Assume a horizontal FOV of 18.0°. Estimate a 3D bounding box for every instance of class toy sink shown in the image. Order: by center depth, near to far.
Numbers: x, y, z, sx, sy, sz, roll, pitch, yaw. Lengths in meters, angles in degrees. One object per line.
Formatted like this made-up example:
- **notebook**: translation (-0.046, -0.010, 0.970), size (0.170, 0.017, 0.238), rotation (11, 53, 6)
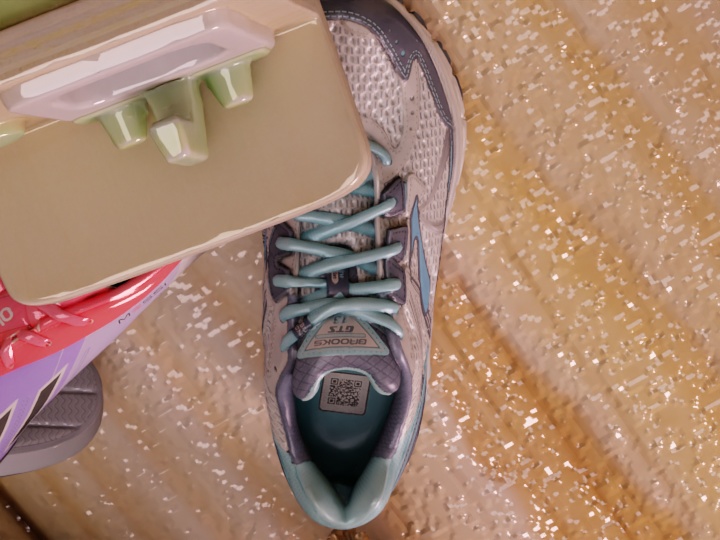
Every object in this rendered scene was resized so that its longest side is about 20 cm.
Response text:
- **toy sink**: translation (-0.093, -0.099, 0.684), size (0.129, 0.112, 0.201), rotation (-19, 89, 9)

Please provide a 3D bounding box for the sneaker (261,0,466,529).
- **sneaker**: translation (0.000, 0.000, 0.796), size (0.077, 0.087, 0.201), rotation (-2, 118, 3)

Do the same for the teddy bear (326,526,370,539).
- **teddy bear**: translation (0.009, 0.186, 0.863), size (0.066, 0.145, 0.201), rotation (18, 122, 18)

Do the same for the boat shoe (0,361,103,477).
- **boat shoe**: translation (-0.195, 0.056, 0.850), size (0.198, 0.073, 0.071), rotation (1, 143, -3)

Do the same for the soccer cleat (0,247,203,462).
- **soccer cleat**: translation (-0.117, 0.015, 0.775), size (0.200, 0.073, 0.068), rotation (-43, 94, -4)
